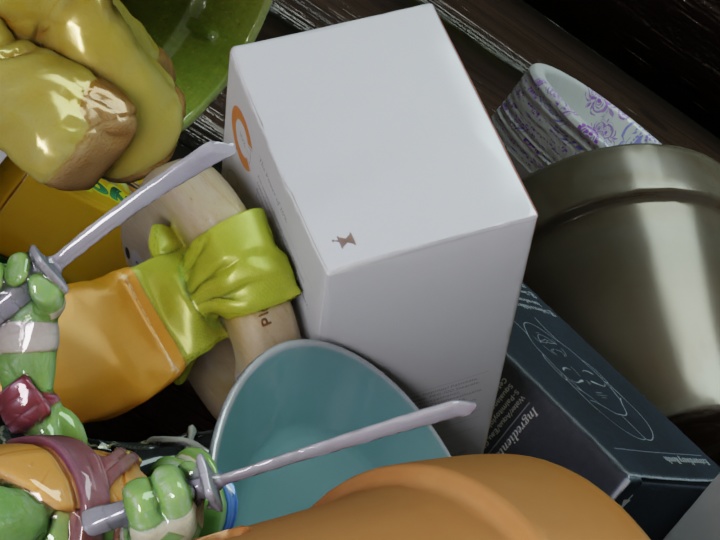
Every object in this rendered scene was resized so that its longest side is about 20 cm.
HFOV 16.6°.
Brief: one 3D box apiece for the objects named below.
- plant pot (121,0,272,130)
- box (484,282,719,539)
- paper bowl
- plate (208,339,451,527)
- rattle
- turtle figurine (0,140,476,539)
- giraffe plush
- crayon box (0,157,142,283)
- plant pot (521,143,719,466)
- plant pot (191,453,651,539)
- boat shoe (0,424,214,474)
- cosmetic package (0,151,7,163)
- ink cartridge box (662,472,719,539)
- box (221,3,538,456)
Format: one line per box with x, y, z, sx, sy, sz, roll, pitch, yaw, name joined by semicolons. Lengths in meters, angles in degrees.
-0.173;-0.193;1.416;0.184;0.201;0.200;32;10;25;plant pot
0.069;0.081;1.271;0.200;0.107;0.148;44;15;26;box
0.194;-0.075;2.077;0.200;0.105;0.201;36;14;-11;paper bowl
-0.004;0.126;0.978;0.200;0.025;0.201;37;41;-42;plate
-0.108;0.027;1.078;0.131;0.143;0.200;58;-16;-25;rattle
-0.108;0.043;0.809;0.193;0.200;0.145;-4;61;-40;turtle figurine
-0.132;-0.154;1.057;0.199;0.163;0.173;32;16;-18;giraffe plush
-0.148;-0.041;1.233;0.127;0.051;0.200;27;18;-38;crayon box
0.167;0.052;1.498;0.199;0.200;0.174;26;35;-39;plant pot
-0.008;0.154;0.721;0.139;0.201;0.200;4;33;-39;plant pot
-0.076;0.086;0.986;0.199;0.068;0.072;20;24;-48;boat shoe
-0.250;-0.106;1.125;0.113;0.081;0.200;24;19;-44;cosmetic package
0.230;0.200;1.218;0.199;0.146;0.084;36;14;-8;ink cartridge box
0.000;0.000;1.100;0.097;0.201;0.125;-14;57;-16;box
